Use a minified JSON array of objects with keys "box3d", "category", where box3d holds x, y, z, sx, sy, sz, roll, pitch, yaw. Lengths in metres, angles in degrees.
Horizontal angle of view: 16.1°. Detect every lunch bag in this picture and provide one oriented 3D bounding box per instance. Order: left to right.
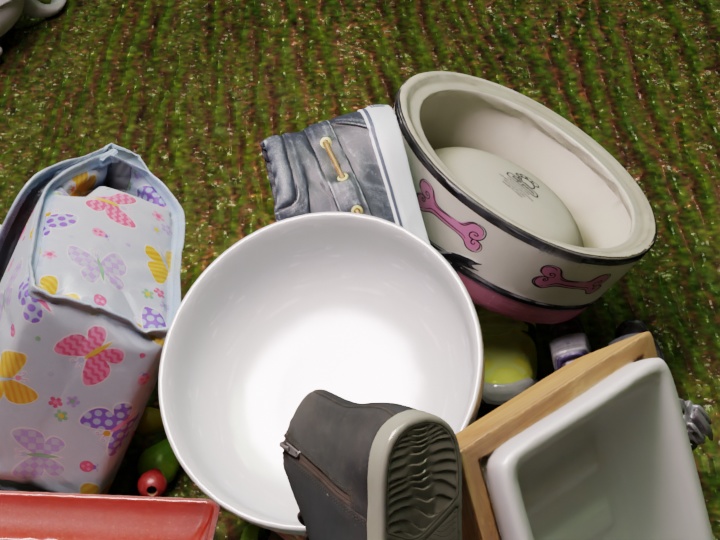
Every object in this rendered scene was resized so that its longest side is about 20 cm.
[{"box3d":[-0.193,0.032,1.670,0.126,0.170,0.201,20,32,-11],"category":"lunch bag"}]

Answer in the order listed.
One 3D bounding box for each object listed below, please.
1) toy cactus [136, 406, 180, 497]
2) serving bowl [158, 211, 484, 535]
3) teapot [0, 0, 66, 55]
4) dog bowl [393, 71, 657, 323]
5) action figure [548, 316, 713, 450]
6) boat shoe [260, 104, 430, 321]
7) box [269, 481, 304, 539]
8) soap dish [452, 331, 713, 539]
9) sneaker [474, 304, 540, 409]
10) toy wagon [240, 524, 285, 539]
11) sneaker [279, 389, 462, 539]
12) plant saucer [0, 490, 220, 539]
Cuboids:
[{"box3d":[-0.081,0.061,1.688,0.102,0.201,0.165,33,3,-5],"category":"toy cactus"},{"box3d":[-0.018,0.069,1.528,0.198,0.066,0.202,-6,65,12],"category":"serving bowl"},{"box3d":[-0.341,-0.241,2.135,0.199,0.147,0.197,-32,6,-9],"category":"teapot"},{"box3d":[0.096,-0.045,1.709,0.199,0.074,0.201,24,28,-13],"category":"dog bowl"},{"box3d":[0.162,0.098,1.643,0.129,0.070,0.200,-9,25,11],"category":"action figure"},{"box3d":[0.000,0.000,1.606,0.090,0.071,0.202,-14,77,-6],"category":"boat shoe"},{"box3d":[0.019,0.134,1.566,0.136,0.040,0.200,-26,41,-32],"category":"box"},{"box3d":[0.125,0.155,1.472,0.157,0.201,0.081,-29,23,-34],"category":"soap dish"},{"box3d":[0.087,0.021,1.767,0.075,0.077,0.201,-2,35,-2],"category":"sneaker"},{"box3d":[0.004,0.176,1.577,0.154,0.040,0.201,4,35,11],"category":"toy wagon"},{"box3d":[0.003,0.168,1.420,0.074,0.202,0.106,1,8,-34],"category":"sneaker"},{"box3d":[-0.195,0.211,1.541,0.198,0.037,0.200,1,34,7],"category":"plant saucer"}]
